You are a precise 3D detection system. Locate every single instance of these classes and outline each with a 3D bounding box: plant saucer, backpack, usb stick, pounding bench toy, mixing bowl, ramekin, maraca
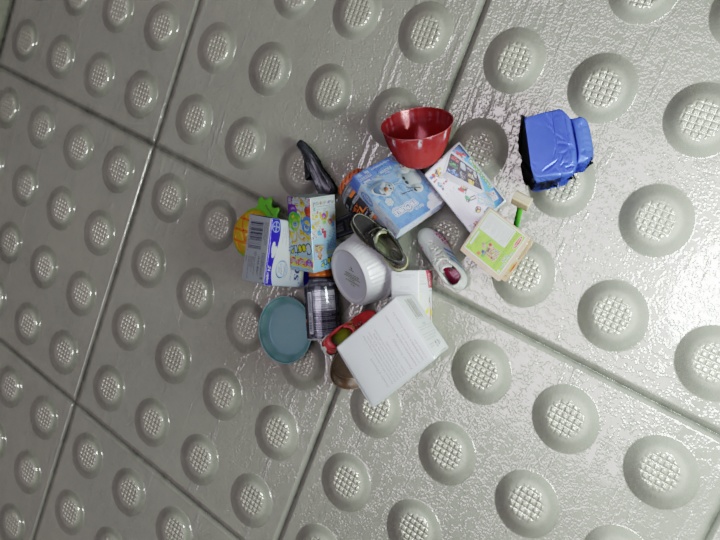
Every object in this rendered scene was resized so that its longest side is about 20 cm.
[{"bbox_3d":[-0.228,0.183,1.662,0.192,0.036,0.209,-1,88,23],"label":"plant saucer"},{"bbox_3d":[0.461,-0.274,1.281,0.161,0.200,0.170,-3,86,13],"label":"backpack"},{"bbox_3d":[-0.058,-0.123,1.538,0.198,0.032,0.058,-13,91,58],"label":"usb stick"},{"bbox_3d":[0.367,-0.092,1.340,0.123,0.155,0.203,38,103,19],"label":"pounding bench toy"},{"bbox_3d":[0.154,-0.346,1.437,0.193,0.202,0.111,8,130,22],"label":"mixing bowl"},{"bbox_3d":[-0.001,0.247,1.495,0.202,0.197,0.035,-50,41,13],"label":"plant saucer"},{"bbox_3d":[0.000,0.000,1.480,0.200,0.092,0.209,31,132,40],"label":"ramekin"},{"bbox_3d":[-0.324,-0.135,1.668,0.201,0.106,0.138,-47,73,16],"label":"maraca"}]

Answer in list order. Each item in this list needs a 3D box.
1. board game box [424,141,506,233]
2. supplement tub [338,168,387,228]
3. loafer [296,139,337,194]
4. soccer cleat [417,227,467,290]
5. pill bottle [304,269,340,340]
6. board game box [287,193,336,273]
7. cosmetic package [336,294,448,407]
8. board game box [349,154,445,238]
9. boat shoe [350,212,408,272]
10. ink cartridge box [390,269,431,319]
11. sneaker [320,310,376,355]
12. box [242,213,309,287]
[{"bbox_3d":[0.278,-0.219,1.422,0.125,0.035,0.202,-39,85,10],"label":"board game box"},{"bbox_3d":[0.032,-0.182,1.506,0.123,0.122,0.201,-46,73,16],"label":"supplement tub"},{"bbox_3d":[-0.143,-0.301,1.612,0.069,0.068,0.204,-33,80,9],"label":"loafer"},{"bbox_3d":[0.219,-0.036,1.442,0.070,0.086,0.202,-41,74,17],"label":"soccer cleat"},{"bbox_3d":[-0.113,0.096,1.575,0.102,0.106,0.209,-4,87,22],"label":"pill bottle"},{"bbox_3d":[-0.136,-0.109,1.522,0.101,0.103,0.209,9,106,41],"label":"board game box"},{"bbox_3d":[0.081,0.187,1.301,0.199,0.166,0.169,-40,78,17],"label":"cosmetic package"},{"bbox_3d":[0.104,-0.212,1.446,0.200,0.197,0.044,49,147,14],"label":"board game box"},{"bbox_3d":[0.051,-0.084,1.385,0.071,0.066,0.201,-40,73,-12],"label":"boat shoe"},{"bbox_3d":[0.140,0.103,1.444,0.080,0.144,0.209,0,90,21],"label":"ink cartridge box"},{"bbox_3d":[-0.022,0.173,1.502,0.197,0.085,0.078,-33,80,-26],"label":"sneaker"},{"bbox_3d":[-0.236,-0.055,1.572,0.102,0.197,0.192,10,93,35],"label":"box"}]
